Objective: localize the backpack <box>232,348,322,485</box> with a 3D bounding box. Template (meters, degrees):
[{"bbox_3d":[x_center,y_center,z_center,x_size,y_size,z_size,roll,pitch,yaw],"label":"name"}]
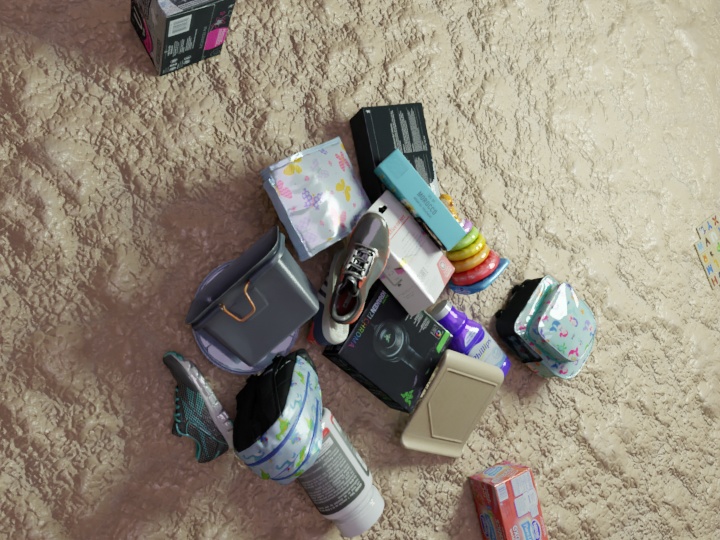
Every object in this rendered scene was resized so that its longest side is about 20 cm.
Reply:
[{"bbox_3d":[-0.131,0.238,0.911,0.161,0.200,0.156,-35,94,3],"label":"backpack"}]

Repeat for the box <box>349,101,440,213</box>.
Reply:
[{"bbox_3d":[0.069,-0.223,1.149,0.138,0.078,0.206,-11,88,-26],"label":"box"}]

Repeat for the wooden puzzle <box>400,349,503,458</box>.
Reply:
[{"bbox_3d":[0.178,0.262,1.113,0.182,0.037,0.204,22,97,-37],"label":"wooden puzzle"}]

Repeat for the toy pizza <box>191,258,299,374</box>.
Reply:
[{"bbox_3d":[-0.203,0.081,1.018,0.195,0.032,0.207,2,84,-22],"label":"toy pizza"}]

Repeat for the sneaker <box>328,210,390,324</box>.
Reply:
[{"bbox_3d":[0.000,0.000,0.953,0.075,0.082,0.205,17,95,4],"label":"sneaker"}]

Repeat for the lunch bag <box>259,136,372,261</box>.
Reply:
[{"bbox_3d":[-0.086,-0.125,1.019,0.172,0.125,0.200,61,36,-7],"label":"lunch bag"}]

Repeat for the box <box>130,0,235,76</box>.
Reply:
[{"bbox_3d":[-0.301,-0.437,0.946,0.130,0.199,0.117,-30,93,-23],"label":"box"}]

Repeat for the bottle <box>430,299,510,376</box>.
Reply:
[{"bbox_3d":[0.225,0.148,1.178,0.084,0.065,0.201,-45,102,-20],"label":"bottle"}]

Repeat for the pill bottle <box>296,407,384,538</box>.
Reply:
[{"bbox_3d":[-0.050,0.358,1.006,0.113,0.113,0.203,-36,98,-23],"label":"pill bottle"}]

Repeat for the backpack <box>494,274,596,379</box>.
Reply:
[{"bbox_3d":[0.413,0.130,1.225,0.201,0.150,0.178,47,67,-16],"label":"backpack"}]

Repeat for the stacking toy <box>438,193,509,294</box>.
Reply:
[{"bbox_3d":[0.204,-0.063,1.148,0.109,0.115,0.203,-38,111,-25],"label":"stacking toy"}]

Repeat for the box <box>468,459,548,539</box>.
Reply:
[{"bbox_3d":[0.305,0.506,1.153,0.100,0.094,0.206,-14,89,-24],"label":"box"}]

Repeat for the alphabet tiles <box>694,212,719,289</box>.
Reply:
[{"bbox_3d":[0.992,-0.047,1.570,0.164,0.006,0.204,-28,95,-24],"label":"alphabet tiles"}]

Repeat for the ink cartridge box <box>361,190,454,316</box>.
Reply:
[{"bbox_3d":[0.073,-0.034,1.053,0.201,0.067,0.117,50,45,-7],"label":"ink cartridge box"}]

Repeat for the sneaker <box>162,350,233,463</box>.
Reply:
[{"bbox_3d":[-0.281,0.231,0.944,0.090,0.077,0.203,-33,95,-19],"label":"sneaker"}]

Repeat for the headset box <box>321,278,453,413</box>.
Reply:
[{"bbox_3d":[0.058,0.147,1.090,0.199,0.092,0.176,40,71,-15],"label":"headset box"}]

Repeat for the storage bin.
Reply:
[{"bbox_3d":[-0.163,0.054,0.923,0.199,0.146,0.135,-40,111,8],"label":"storage bin"}]

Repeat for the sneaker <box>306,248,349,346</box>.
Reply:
[{"bbox_3d":[-0.059,0.049,1.068,0.075,0.083,0.204,41,45,-31],"label":"sneaker"}]

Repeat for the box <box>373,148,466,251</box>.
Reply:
[{"bbox_3d":[0.109,-0.128,1.059,0.049,0.082,0.201,-41,95,-2],"label":"box"}]
